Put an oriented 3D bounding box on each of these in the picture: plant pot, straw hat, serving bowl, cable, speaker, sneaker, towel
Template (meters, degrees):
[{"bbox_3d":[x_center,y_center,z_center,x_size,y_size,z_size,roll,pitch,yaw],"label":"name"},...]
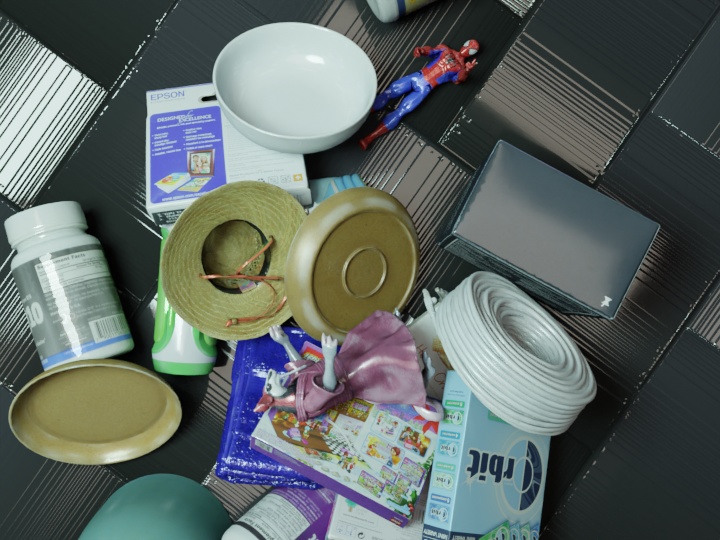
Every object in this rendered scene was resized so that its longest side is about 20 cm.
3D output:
[{"bbox_3d":[-0.262,0.368,0.917,0.198,0.161,0.204,0,89,1],"label":"plant pot"},{"bbox_3d":[-0.321,0.171,0.925,0.198,0.201,0.028,-17,45,1],"label":"plant pot"},{"bbox_3d":[-0.153,-0.022,0.892,0.199,0.085,0.203,-14,120,-25],"label":"straw hat"},{"bbox_3d":[-0.080,-0.215,0.930,0.197,0.066,0.202,3,56,-4],"label":"serving bowl"},{"bbox_3d":[0.177,0.090,0.858,0.198,0.201,0.069,22,121,-27],"label":"cable"},{"bbox_3d":[-0.218,0.027,0.960,0.087,0.088,0.203,4,89,2],"label":"speaker"},{"bbox_3d":[0.000,0.000,0.922,0.198,0.027,0.203,-12,111,-31],"label":"plant pot"},{"bbox_3d":[-0.012,-0.030,0.958,0.129,0.080,0.203,-13,89,3],"label":"sneaker"},{"bbox_3d":[-0.093,0.160,0.923,0.146,0.050,0.202,3,56,2],"label":"towel"}]

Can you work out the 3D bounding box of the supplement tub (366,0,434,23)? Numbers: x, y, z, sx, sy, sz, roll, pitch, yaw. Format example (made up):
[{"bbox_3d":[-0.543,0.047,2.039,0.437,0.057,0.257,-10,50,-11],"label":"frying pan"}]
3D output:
[{"bbox_3d":[0.089,-0.412,0.929,0.198,0.144,0.146,-25,88,1],"label":"supplement tub"}]

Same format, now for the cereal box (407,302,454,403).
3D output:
[{"bbox_3d":[0.113,0.122,0.969,0.199,0.040,0.145,-36,89,1],"label":"cereal box"}]

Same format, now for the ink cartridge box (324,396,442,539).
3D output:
[{"bbox_3d":[0.038,0.238,0.898,0.118,0.042,0.202,16,58,-2],"label":"ink cartridge box"}]

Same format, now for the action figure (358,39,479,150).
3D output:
[{"bbox_3d":[0.071,-0.237,0.953,0.199,0.099,0.066,-36,89,-2],"label":"action figure"}]

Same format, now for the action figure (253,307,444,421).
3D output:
[{"bbox_3d":[-0.026,0.123,0.850,0.198,0.134,0.151,-24,105,-13],"label":"action figure"}]

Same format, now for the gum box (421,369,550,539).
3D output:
[{"bbox_3d":[0.154,0.234,0.886,0.169,0.044,0.203,21,73,-40],"label":"gum box"}]

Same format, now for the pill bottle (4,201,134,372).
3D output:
[{"bbox_3d":[-0.369,0.023,0.951,0.112,0.114,0.202,-19,88,1],"label":"pill bottle"}]

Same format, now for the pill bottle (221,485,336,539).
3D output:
[{"bbox_3d":[-0.094,0.325,0.892,0.199,0.111,0.112,-35,88,-35],"label":"pill bottle"}]

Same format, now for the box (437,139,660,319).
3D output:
[{"bbox_3d":[0.210,-0.041,0.891,0.198,0.198,0.124,28,90,2],"label":"box"}]

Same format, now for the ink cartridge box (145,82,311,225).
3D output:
[{"bbox_3d":[-0.170,-0.158,0.957,0.195,0.044,0.202,-8,58,-4],"label":"ink cartridge box"}]

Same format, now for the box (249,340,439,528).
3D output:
[{"bbox_3d":[-0.009,0.186,0.874,0.198,0.039,0.138,27,56,6],"label":"box"}]
